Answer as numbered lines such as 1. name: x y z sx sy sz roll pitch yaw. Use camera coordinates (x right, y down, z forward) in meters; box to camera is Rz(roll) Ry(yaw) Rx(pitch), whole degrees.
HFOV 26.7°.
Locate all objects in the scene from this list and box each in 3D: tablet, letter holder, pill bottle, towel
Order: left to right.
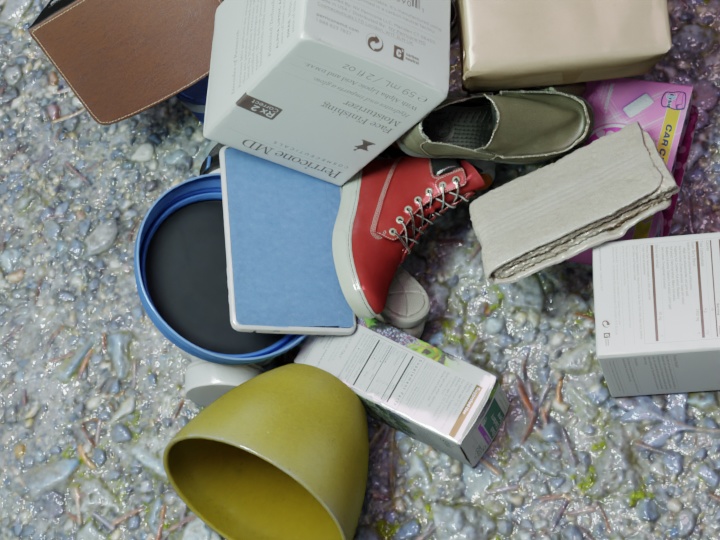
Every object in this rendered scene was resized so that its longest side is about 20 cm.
1. letter holder: -0.226 -0.265 1.627 0.200 0.142 0.101 -27 23 18
2. pill bottle: -0.135 0.037 1.583 0.112 0.112 0.200 -6 66 14
3. tablet: -0.074 -0.031 1.519 0.130 0.014 0.200 3 66 -21
4. towel: 0.204 -0.066 1.469 0.200 0.034 0.133 -25 32 11

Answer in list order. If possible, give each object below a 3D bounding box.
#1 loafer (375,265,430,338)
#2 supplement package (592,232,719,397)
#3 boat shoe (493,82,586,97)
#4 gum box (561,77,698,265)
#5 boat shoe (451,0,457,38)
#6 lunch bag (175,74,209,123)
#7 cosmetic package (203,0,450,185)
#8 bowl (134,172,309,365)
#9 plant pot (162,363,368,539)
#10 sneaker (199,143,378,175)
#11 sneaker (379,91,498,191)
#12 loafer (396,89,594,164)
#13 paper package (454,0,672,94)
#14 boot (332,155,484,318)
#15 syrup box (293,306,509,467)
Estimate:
1. loafer: 0.000 0.000 1.589 0.072 0.063 0.200 -25 57 -22
2. supplement package: 0.328 0.040 1.437 0.200 0.121 0.120 -5 65 14
3. boat shoe: 0.158 -0.207 1.611 0.202 0.075 0.075 53 126 53
4. gum box: 0.268 -0.104 1.549 0.113 0.066 0.200 10 71 22
5. boat shoe: 0.019 -0.310 1.717 0.200 0.062 0.075 26 78 25
6. lunch bag: -0.123 -0.246 1.690 0.200 0.132 0.136 -1 66 30
7. cosmetic package: -0.033 -0.215 1.483 0.200 0.165 0.165 -38 41 49
8. bowl: -0.130 0.001 1.513 0.200 0.039 0.201 8 65 -19
9. plant pot: -0.071 0.174 1.475 0.200 0.200 0.142 16 53 22
10. sneaker: -0.083 -0.123 1.661 0.200 0.073 0.112 -14 49 0
11. sneaker: 0.071 -0.161 1.639 0.200 0.076 0.092 26 69 17
12. loafer: 0.136 -0.138 1.488 0.200 0.070 0.075 -6 95 -7
13. paper package: 0.189 -0.279 1.476 0.200 0.103 0.191 -5 86 2
14. boot: 0.052 -0.046 1.511 0.144 0.072 0.200 -12 46 19
15. syrup box: 0.042 0.112 1.516 0.200 0.079 0.081 24 75 24
